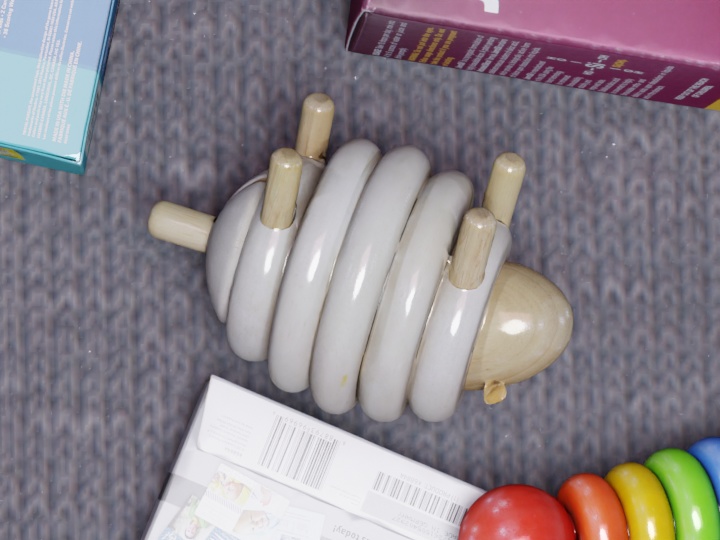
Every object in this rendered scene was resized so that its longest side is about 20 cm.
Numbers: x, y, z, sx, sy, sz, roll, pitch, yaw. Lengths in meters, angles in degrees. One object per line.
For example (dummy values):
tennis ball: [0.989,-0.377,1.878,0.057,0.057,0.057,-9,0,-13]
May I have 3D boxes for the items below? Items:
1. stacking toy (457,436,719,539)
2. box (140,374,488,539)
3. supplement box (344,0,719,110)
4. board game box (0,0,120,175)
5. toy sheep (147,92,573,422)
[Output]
stacking toy: [0.141,0.116,1.049,0.198,0.085,0.086,-9,86,-15]
box: [-0.037,0.171,1.064,0.155,0.041,0.201,22,82,-3]
supplement box: [0.100,-0.158,1.075,0.198,0.103,0.132,8,85,-4]
board game box: [-0.210,-0.140,1.072,0.198,0.047,0.152,12,84,-4]
toy sheep: [0.000,0.000,1.039,0.199,0.138,0.139,20,83,10]
